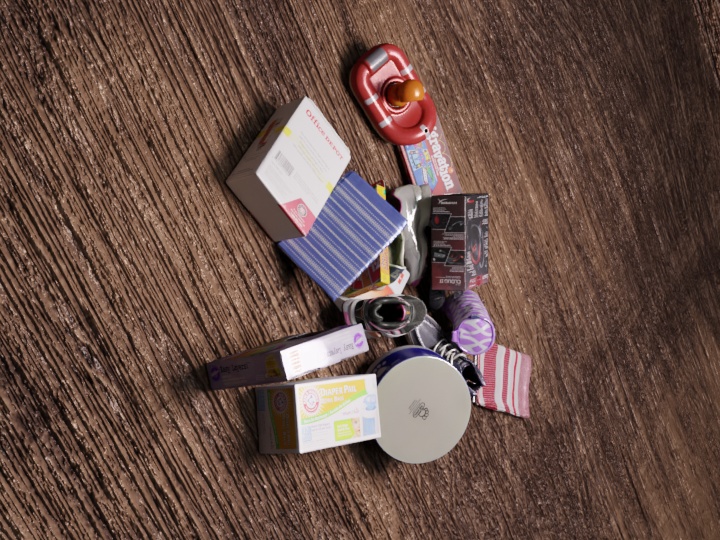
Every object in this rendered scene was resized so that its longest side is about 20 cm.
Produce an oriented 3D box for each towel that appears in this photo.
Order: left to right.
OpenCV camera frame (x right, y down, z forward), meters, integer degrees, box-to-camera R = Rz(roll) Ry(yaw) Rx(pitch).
[{"bbox_3d":[-0.029,-0.064,1.583,0.145,0.024,0.200,42,74,9],"label":"towel"},{"bbox_3d":[0.314,0.239,2.009,0.199,0.023,0.146,21,67,-44],"label":"towel"}]

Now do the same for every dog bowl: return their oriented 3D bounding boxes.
[{"bbox_3d":[0.097,0.243,1.656,0.197,0.079,0.204,-2,99,-15],"label":"dog bowl"}]

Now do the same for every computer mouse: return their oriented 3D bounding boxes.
[{"bbox_3d":[0.155,-0.015,1.820,0.059,0.033,0.203,-76,167,-69],"label":"computer mouse"}]

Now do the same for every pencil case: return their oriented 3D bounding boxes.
[{"bbox_3d":[0.211,0.100,1.796,0.200,0.084,0.085,-90,173,-76],"label":"pencil case"}]

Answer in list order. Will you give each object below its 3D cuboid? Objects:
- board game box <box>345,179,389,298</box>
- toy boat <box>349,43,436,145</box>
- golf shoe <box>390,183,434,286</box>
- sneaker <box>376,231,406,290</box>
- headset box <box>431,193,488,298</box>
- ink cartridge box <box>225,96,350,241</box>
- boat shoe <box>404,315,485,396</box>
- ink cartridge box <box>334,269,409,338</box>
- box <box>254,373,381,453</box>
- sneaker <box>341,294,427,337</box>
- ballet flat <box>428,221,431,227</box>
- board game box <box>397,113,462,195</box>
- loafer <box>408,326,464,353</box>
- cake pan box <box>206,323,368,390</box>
[{"bbox_3d":[0.009,-0.060,1.639,0.030,0.095,0.203,19,61,-39],"label":"board game box"},{"bbox_3d":[0.078,-0.336,1.752,0.130,0.130,0.201,-42,113,-17],"label":"toy boat"},{"bbox_3d":[0.092,-0.071,1.798,0.090,0.075,0.204,4,92,-10],"label":"golf shoe"},{"bbox_3d":[0.048,-0.071,1.677,0.066,0.090,0.203,8,67,-33],"label":"sneaker"},{"bbox_3d":[0.197,-0.048,1.787,0.148,0.074,0.204,-15,105,-63],"label":"headset box"},{"bbox_3d":[-0.118,-0.173,1.562,0.146,0.083,0.201,51,50,-29],"label":"ink cartridge box"},{"bbox_3d":[0.165,0.158,1.743,0.075,0.092,0.201,-44,106,-23],"label":"boat shoe"},{"bbox_3d":[0.000,0.000,1.687,0.201,0.050,0.163,53,48,-31],"label":"ink cartridge box"},{"bbox_3d":[-0.070,0.238,1.527,0.198,0.100,0.114,-1,84,-48],"label":"box"},{"bbox_3d":[0.062,0.082,1.645,0.198,0.086,0.082,-6,89,-48],"label":"sneaker"},{"bbox_3d":[0.175,-0.074,1.891,0.072,0.067,0.203,-11,96,-35],"label":"ballet flat"},{"bbox_3d":[0.134,-0.229,1.851,0.102,0.019,0.203,-20,93,-21],"label":"board game box"},{"bbox_3d":[0.170,0.150,1.835,0.199,0.062,0.073,-15,95,-48],"label":"loafer"},{"bbox_3d":[-0.112,0.136,1.439,0.199,0.183,0.053,-15,93,-47],"label":"cake pan box"}]
